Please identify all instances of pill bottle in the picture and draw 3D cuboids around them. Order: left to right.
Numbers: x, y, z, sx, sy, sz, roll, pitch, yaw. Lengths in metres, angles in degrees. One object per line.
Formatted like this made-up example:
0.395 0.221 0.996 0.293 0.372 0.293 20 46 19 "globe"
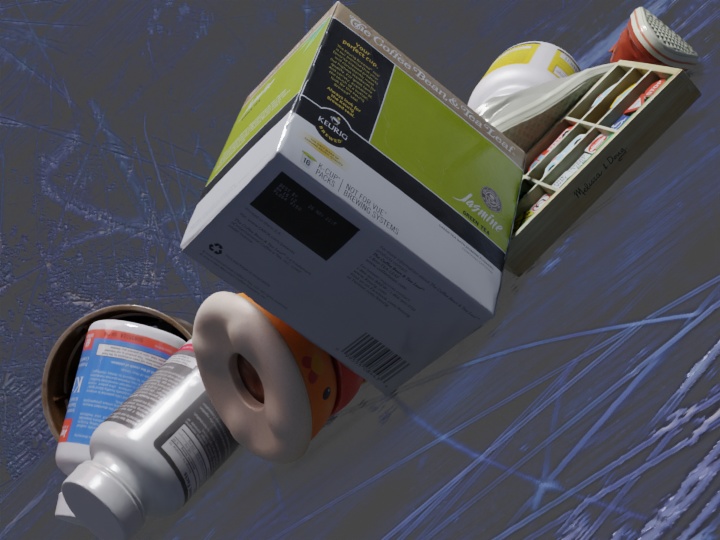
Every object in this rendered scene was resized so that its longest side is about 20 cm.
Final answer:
-0.247 0.161 1.488 0.112 0.112 0.201 151 134 -64 "pill bottle"
-0.187 0.165 1.394 0.200 0.111 0.111 -45 7 -33 "pill bottle"
0.164 -0.158 1.460 0.111 0.111 0.200 -39 6 22 "pill bottle"

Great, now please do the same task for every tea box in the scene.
0.002 -0.055 1.100 0.133 0.200 0.197 -39 21 40 "tea box"

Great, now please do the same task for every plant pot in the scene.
-0.259 0.137 1.759 0.200 0.201 0.198 -41 -2 4 "plant pot"

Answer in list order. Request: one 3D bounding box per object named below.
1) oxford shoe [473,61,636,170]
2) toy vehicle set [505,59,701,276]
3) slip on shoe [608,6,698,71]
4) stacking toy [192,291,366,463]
0.165 -0.135 1.245 0.199 0.076 0.058 -24 38 -19 "oxford shoe"
0.168 -0.085 1.156 0.200 0.027 0.124 -45 17 -2 "toy vehicle set"
0.260 -0.195 1.326 0.061 0.074 0.200 -48 0 9 "slip on shoe"
-0.025 0.053 1.196 0.199 0.147 0.146 -27 -2 -32 "stacking toy"
